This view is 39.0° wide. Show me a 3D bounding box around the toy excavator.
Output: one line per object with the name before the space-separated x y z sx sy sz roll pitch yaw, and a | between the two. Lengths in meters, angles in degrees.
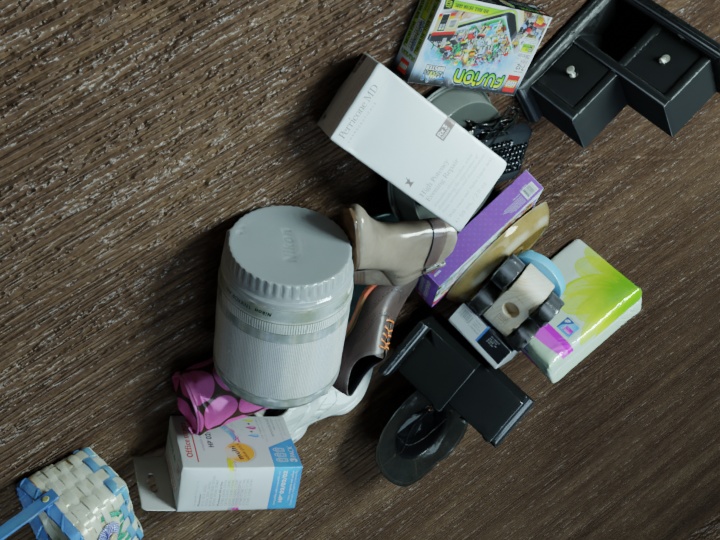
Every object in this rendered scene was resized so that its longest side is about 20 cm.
toy excavator | 0.238 0.025 1.472 0.200 0.100 0.195 -44 174 -43

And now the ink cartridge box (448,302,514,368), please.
ink cartridge box | 0.192 0.092 1.514 0.039 0.099 0.200 -46 169 9

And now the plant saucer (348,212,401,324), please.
plant saucer | 0.000 0.000 1.348 0.198 0.036 0.202 -27 141 -24

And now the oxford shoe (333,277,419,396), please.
oxford shoe | 0.025 0.078 1.355 0.071 0.073 0.201 21 108 -51

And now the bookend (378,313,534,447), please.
bookend | 0.142 0.166 1.442 0.092 0.200 0.199 -49 172 8

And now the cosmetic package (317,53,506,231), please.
cosmetic package | 0.059 -0.145 1.159 0.198 0.074 0.102 32 100 -24

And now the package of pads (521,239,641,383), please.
package of pads | 0.328 0.060 1.629 0.199 0.155 0.069 -37 141 -8

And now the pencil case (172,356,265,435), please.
pencil case | -0.143 0.146 1.305 0.197 0.091 0.095 -16 126 -30

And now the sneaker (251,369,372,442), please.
sneaker | -0.065 0.169 1.414 0.199 0.075 0.100 -36 144 -12

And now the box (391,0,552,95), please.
box | 0.136 -0.273 1.215 0.197 0.035 0.111 -4 128 -43

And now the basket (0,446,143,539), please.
basket | -0.366 0.326 1.217 0.199 0.138 0.178 -37 146 -27

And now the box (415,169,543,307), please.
box | 0.162 -0.041 1.411 0.199 0.039 0.137 -42 170 -10

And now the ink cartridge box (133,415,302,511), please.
ink cartridge box | -0.185 0.246 1.305 0.196 0.115 0.069 3 115 -21

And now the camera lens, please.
camera lens | -0.092 0.048 1.198 0.158 0.160 0.203 -18 137 -31

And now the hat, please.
hat | 0.080 0.243 1.631 0.198 0.081 0.204 -23 131 -29

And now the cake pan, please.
cake pan | 0.117 -0.137 1.297 0.198 0.036 0.204 -27 132 -34

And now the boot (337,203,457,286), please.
boot | 0.047 -0.038 1.234 0.143 0.072 0.201 -13 160 -9

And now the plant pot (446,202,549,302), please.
plant pot | 0.205 -0.019 1.470 0.199 0.028 0.200 -41 168 -10

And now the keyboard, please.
keyboard | 0.153 -0.140 1.273 0.198 0.039 0.106 -20 129 -40

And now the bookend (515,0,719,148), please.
bookend | 0.334 -0.236 1.307 0.200 0.199 0.092 -44 146 2
